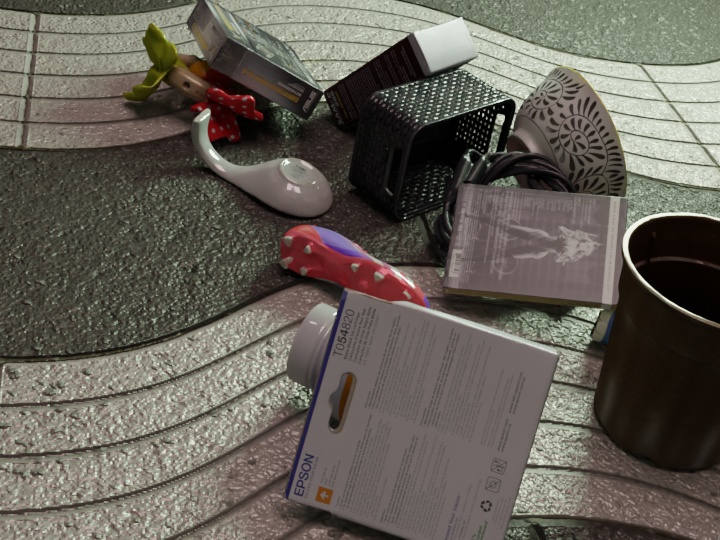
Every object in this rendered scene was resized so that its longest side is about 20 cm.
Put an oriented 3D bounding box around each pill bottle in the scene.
[{"bbox_3d":[0.033,0.109,1.149,0.199,0.112,0.111,24,36,17],"label":"pill bottle"}]

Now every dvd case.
[{"bbox_3d":[0.201,-0.029,1.365,0.198,0.016,0.150,5,57,11],"label":"dvd case"}]

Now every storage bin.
[{"bbox_3d":[0.092,-0.165,1.530,0.199,0.136,0.094,-21,46,-38],"label":"storage bin"}]

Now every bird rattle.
[{"bbox_3d":[-0.208,-0.253,1.607,0.198,0.114,0.163,24,20,12],"label":"bird rattle"}]

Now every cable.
[{"bbox_3d":[0.174,-0.059,1.435,0.162,0.051,0.201,18,57,6],"label":"cable"}]

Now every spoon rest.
[{"bbox_3d":[-0.125,-0.126,1.495,0.199,0.061,0.099,32,38,5],"label":"spoon rest"}]

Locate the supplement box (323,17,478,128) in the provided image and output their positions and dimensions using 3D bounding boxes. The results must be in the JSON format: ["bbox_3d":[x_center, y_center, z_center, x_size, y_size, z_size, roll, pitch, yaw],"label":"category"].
[{"bbox_3d":[0.052,-0.266,1.621,0.108,0.199,0.061,-26,91,-42],"label":"supplement box"}]

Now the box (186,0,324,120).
[{"bbox_3d":[-0.147,-0.294,1.641,0.157,0.049,0.200,25,17,-29],"label":"box"}]

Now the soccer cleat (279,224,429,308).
[{"bbox_3d":[0.000,0.000,1.339,0.199,0.067,0.076,25,32,23],"label":"soccer cleat"}]

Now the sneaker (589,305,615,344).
[{"bbox_3d":[0.349,0.045,1.378,0.089,0.079,0.200,37,50,22],"label":"sneaker"}]

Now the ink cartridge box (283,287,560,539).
[{"bbox_3d":[0.053,0.136,1.053,0.198,0.202,0.041,18,3,6],"label":"ink cartridge box"}]

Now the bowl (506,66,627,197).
[{"bbox_3d":[0.249,-0.151,1.536,0.093,0.202,0.201,-23,44,-13],"label":"bowl"}]

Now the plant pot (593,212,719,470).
[{"bbox_3d":[0.332,0.080,1.203,0.198,0.200,0.201,8,34,-6],"label":"plant pot"}]
